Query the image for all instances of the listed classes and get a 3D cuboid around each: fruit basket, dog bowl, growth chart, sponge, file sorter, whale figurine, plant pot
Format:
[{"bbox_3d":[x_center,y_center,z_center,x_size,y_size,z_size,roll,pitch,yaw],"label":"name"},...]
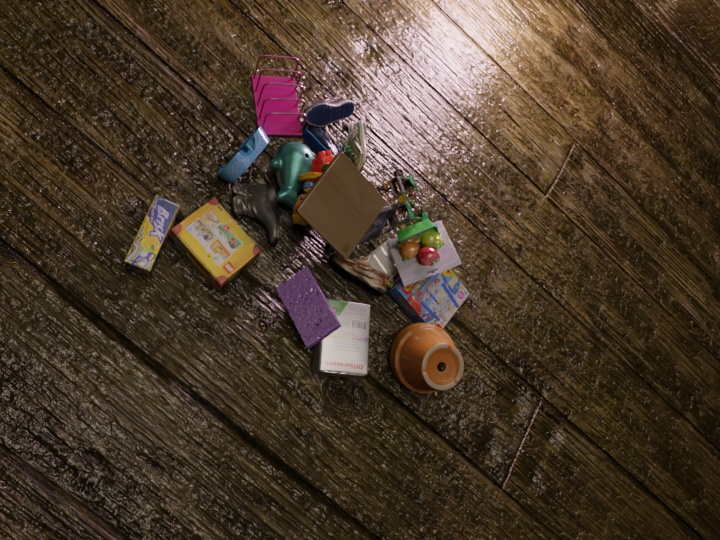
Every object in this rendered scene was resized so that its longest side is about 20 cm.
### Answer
[{"bbox_3d":[0.191,-0.053,1.624,0.182,0.094,0.202,-22,52,3],"label":"fruit basket"},{"bbox_3d":[-0.334,-0.330,1.541,0.050,0.111,0.201,43,62,-21],"label":"dog bowl"},{"bbox_3d":[0.086,-0.019,1.675,0.199,0.018,0.146,-33,89,-28],"label":"growth chart"},{"bbox_3d":[-0.145,0.100,1.473,0.111,0.030,0.202,-33,67,3],"label":"sponge"},{"bbox_3d":[-0.244,-0.530,1.622,0.137,0.125,0.204,-4,76,-21],"label":"file sorter"},{"bbox_3d":[-0.192,-0.286,1.568,0.158,0.103,0.203,28,56,-36],"label":"whale figurine"},{"bbox_3d":[0.201,0.258,1.518,0.196,0.183,0.204,0,89,-13],"label":"plant pot"}]

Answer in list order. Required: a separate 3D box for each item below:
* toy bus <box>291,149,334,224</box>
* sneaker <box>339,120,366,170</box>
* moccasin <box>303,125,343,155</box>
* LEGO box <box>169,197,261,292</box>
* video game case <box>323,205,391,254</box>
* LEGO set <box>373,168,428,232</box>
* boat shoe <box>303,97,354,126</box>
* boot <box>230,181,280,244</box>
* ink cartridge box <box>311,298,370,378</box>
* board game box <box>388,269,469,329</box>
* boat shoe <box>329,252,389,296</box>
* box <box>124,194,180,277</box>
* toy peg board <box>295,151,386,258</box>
[{"bbox_3d":[-0.112,-0.240,1.536,0.199,0.134,0.195,-32,117,-46],"label":"toy bus"},{"bbox_3d":[-0.027,-0.393,1.719,0.087,0.077,0.204,3,68,-8],"label":"sneaker"},{"bbox_3d":[-0.093,-0.379,1.673,0.068,0.080,0.201,-39,93,-32],"label":"moccasin"},{"bbox_3d":[-0.393,-0.070,1.449,0.201,0.077,0.149,49,63,-3],"label":"LEGO box"},{"bbox_3d":[-0.009,-0.120,1.595,0.197,0.144,0.019,-19,65,-27],"label":"video game case"},{"bbox_3d":[0.121,-0.209,1.717,0.153,0.115,0.203,-19,86,-56],"label":"LEGO set"},{"bbox_3d":[-0.112,-0.509,1.706,0.198,0.073,0.072,-22,43,-40],"label":"boat shoe"},{"bbox_3d":[-0.303,-0.162,1.531,0.128,0.068,0.203,-5,69,-19],"label":"boot"},{"bbox_3d":[-0.054,0.196,1.510,0.143,0.087,0.204,9,70,-19],"label":"ink cartridge box"},{"bbox_3d":[0.218,0.069,1.675,0.196,0.056,0.200,48,62,-9],"label":"board game box"},{"bbox_3d":[0.000,0.000,1.596,0.198,0.075,0.075,32,72,-15],"label":"boat shoe"},{"bbox_3d":[-0.544,-0.091,1.399,0.069,0.064,0.203,23,66,-15],"label":"box"},{"bbox_3d":[-0.067,-0.176,1.442,0.200,0.097,0.200,43,75,-31],"label":"toy peg board"}]
